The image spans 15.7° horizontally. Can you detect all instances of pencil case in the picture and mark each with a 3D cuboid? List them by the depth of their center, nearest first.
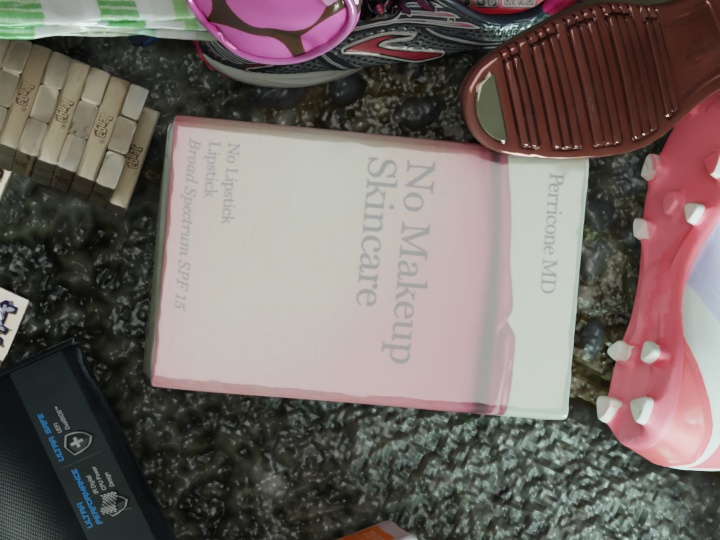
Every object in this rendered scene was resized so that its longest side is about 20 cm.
[{"bbox_3d":[-0.005,-0.184,1.210,0.201,0.093,0.091,-63,141,-36],"label":"pencil case"}]

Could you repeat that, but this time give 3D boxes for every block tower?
[{"bbox_3d":[-0.195,-0.090,1.249,0.199,0.058,0.054,21,78,-7],"label":"block tower"}]

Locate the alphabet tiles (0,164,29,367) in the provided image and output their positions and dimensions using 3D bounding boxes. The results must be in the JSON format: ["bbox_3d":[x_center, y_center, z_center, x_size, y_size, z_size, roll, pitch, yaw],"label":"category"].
[{"bbox_3d":[-0.250,0.011,1.271,0.166,0.008,0.201,24,87,-5],"label":"alphabet tiles"}]

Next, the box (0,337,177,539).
[{"bbox_3d":[-0.164,0.141,1.195,0.158,0.046,0.200,-24,50,-9],"label":"box"}]

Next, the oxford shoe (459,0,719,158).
[{"bbox_3d":[0.124,-0.102,1.238,0.199,0.075,0.071,-18,109,-26],"label":"oxford shoe"}]

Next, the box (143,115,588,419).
[{"bbox_3d":[0.000,0.000,1.246,0.199,0.109,0.129,5,88,-6],"label":"box"}]

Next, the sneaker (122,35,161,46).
[{"bbox_3d":[-0.160,-0.188,1.258,0.085,0.077,0.201,-31,85,4],"label":"sneaker"}]

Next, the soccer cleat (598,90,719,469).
[{"bbox_3d":[0.175,-0.001,1.286,0.076,0.067,0.201,21,80,-32],"label":"soccer cleat"}]

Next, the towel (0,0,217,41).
[{"bbox_3d":[-0.131,-0.178,1.183,0.199,0.023,0.154,-5,85,-35],"label":"towel"}]

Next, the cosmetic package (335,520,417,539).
[{"bbox_3d":[-0.059,0.188,1.242,0.199,0.101,0.072,-21,91,-7],"label":"cosmetic package"}]

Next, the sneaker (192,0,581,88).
[{"bbox_3d":[0.014,-0.138,1.267,0.199,0.075,0.081,-9,90,-5],"label":"sneaker"}]
